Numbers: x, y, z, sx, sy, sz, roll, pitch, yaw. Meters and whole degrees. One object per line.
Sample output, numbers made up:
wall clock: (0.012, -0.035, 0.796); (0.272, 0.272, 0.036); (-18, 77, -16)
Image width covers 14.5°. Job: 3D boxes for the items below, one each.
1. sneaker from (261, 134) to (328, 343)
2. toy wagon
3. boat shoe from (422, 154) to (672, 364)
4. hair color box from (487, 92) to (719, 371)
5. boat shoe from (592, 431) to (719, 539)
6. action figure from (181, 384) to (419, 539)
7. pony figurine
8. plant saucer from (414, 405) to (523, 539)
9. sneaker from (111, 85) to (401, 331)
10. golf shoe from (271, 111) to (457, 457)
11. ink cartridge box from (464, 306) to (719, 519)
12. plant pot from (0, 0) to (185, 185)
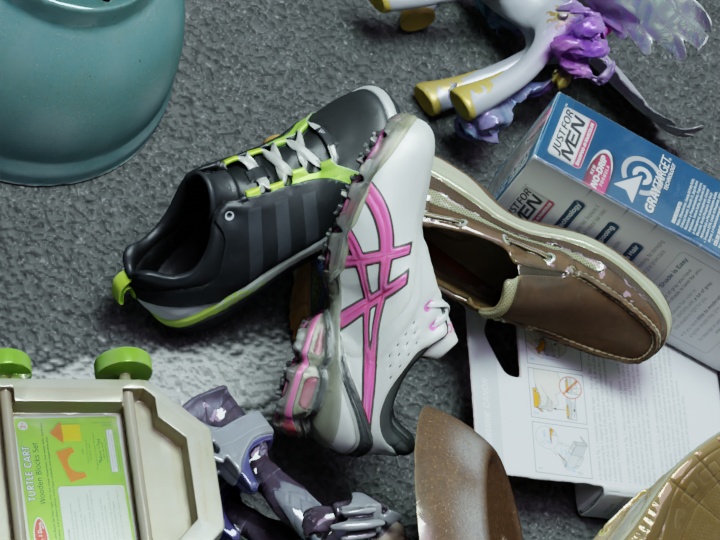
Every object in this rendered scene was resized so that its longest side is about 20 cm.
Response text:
sneaker: (0.000, 0.000, 1.726); (0.088, 0.075, 0.200); (-3, 63, -26)
toy wagon: (-0.176, 0.116, 1.524); (0.200, 0.040, 0.155); (0, 57, -17)
boat shoe: (0.091, 0.009, 1.701); (0.202, 0.075, 0.075); (27, 37, -2)
hair color box: (0.181, -0.019, 1.748); (0.200, 0.100, 0.061); (28, 53, -7)
boat shoe: (0.177, 0.162, 1.689); (0.200, 0.069, 0.074); (-41, 103, -21)
action figure: (-0.030, 0.155, 1.595); (0.200, 0.130, 0.069); (33, 40, 19)
pony figurine: (0.129, -0.163, 1.850); (0.200, 0.167, 0.193); (-29, 67, -18)
plant saucer: (0.069, 0.172, 1.583); (0.037, 0.200, 0.200); (-10, 60, 11)
sneaker: (-0.059, -0.039, 1.660); (0.200, 0.083, 0.072); (-43, 55, 4)
golf shoe: (0.017, 0.010, 1.623); (0.092, 0.200, 0.073); (17, 11, 2)
ink cartridge box: (0.139, 0.057, 1.772); (0.174, 0.044, 0.200); (8, 58, -19)
plant pot: (-0.191, -0.171, 1.709); (0.200, 0.134, 0.200); (11, 57, -17)
